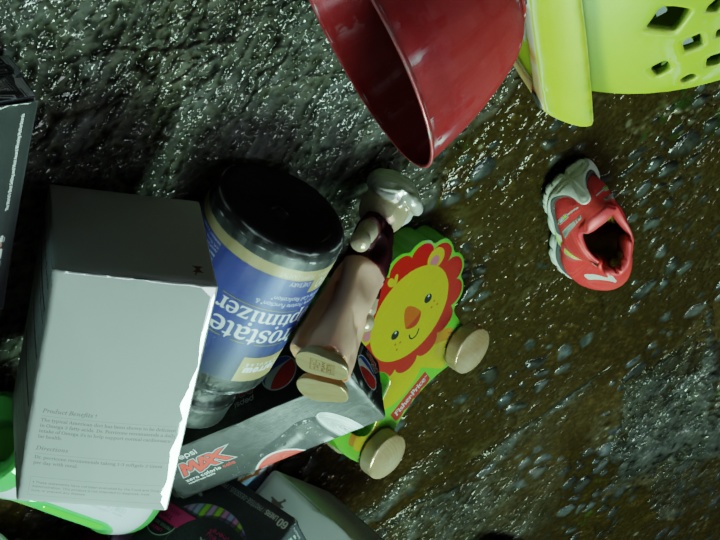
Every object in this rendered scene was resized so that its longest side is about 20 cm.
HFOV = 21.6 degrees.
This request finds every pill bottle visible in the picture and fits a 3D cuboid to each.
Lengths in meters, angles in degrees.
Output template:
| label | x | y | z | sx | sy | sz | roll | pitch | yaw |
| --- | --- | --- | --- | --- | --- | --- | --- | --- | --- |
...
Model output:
| label | x | y | z | sx | sy | sz | roll | pitch | yaw |
| --- | --- | --- | --- | --- | --- | --- | --- | --- | --- |
| pill bottle | -0.102 | 0.024 | 1.472 | 0.111 | 0.112 | 0.201 | -2 | 134 | -43 |

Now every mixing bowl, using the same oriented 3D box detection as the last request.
| label | x | y | z | sx | sy | sz | roll | pitch | yaw |
| --- | --- | --- | --- | --- | --- | --- | --- | --- | --- |
| mixing bowl | 0.041 | -0.182 | 1.256 | 0.108 | 0.201 | 0.201 | -30 | 148 | -7 |

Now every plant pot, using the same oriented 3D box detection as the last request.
| label | x | y | z | sx | sy | sz | roll | pitch | yaw |
| --- | --- | --- | --- | --- | --- | --- | --- | --- | --- |
| plant pot | 0.171 | -0.236 | 1.333 | 0.180 | 0.200 | 0.200 | -26 | 148 | -5 |

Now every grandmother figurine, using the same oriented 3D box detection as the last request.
| label | x | y | z | sx | sy | sz | roll | pitch | yaw |
| --- | --- | --- | --- | --- | --- | --- | --- | --- | --- |
| grandmother figurine | 0.000 | 0.000 | 1.503 | 0.122 | 0.060 | 0.201 | 106 | 4 | -58 |

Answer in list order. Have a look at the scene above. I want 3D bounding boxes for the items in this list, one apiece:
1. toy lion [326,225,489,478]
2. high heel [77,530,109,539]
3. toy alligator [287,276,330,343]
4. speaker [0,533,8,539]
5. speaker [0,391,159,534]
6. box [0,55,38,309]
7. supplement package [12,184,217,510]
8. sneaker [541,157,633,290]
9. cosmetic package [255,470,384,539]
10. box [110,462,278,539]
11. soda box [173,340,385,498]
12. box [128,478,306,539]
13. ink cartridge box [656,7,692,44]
| label | x | y | z | sx | sy | sz | roll | pitch | yaw |
| --- | --- | --- | --- | --- | --- | --- | --- | --- | --- |
| toy lion | 0.025 | 0.064 | 1.670 | 0.200 | 0.068 | 0.192 | -51 | 145 | -9 |
| high heel | -0.313 | 0.299 | 1.686 | 0.096 | 0.067 | 0.201 | 38 | 89 | -27 |
| toy alligator | -0.063 | 0.074 | 1.637 | 0.054 | 0.060 | 0.201 | 14 | 136 | -1 |
| speaker | -0.312 | 0.262 | 1.574 | 0.081 | 0.081 | 0.200 | -36 | 138 | -1 |
| speaker | -0.241 | 0.160 | 1.537 | 0.088 | 0.089 | 0.200 | -42 | 148 | 8 |
| box | -0.305 | -0.041 | 1.245 | 0.157 | 0.050 | 0.201 | -14 | 142 | -32 |
| supplement package | -0.182 | 0.057 | 1.365 | 0.116 | 0.118 | 0.201 | 7 | 121 | -15 |
| sneaker | 0.221 | -0.021 | 1.756 | 0.077 | 0.085 | 0.200 | -36 | 149 | 0 |
| cosmetic package | -0.049 | 0.313 | 1.789 | 0.165 | 0.165 | 0.200 | -50 | 161 | 0 |
| box | -0.155 | 0.218 | 1.742 | 0.136 | 0.039 | 0.201 | -12 | 141 | -34 |
| soda box | -0.082 | 0.118 | 1.582 | 0.199 | 0.064 | 0.071 | -23 | 135 | 17 |
| box | -0.146 | 0.284 | 1.627 | 0.200 | 0.122 | 0.106 | -53 | 152 | -19 |
| ink cartridge box | 0.332 | -0.274 | 1.537 | 0.199 | 0.086 | 0.147 | -35 | 149 | 0 |
